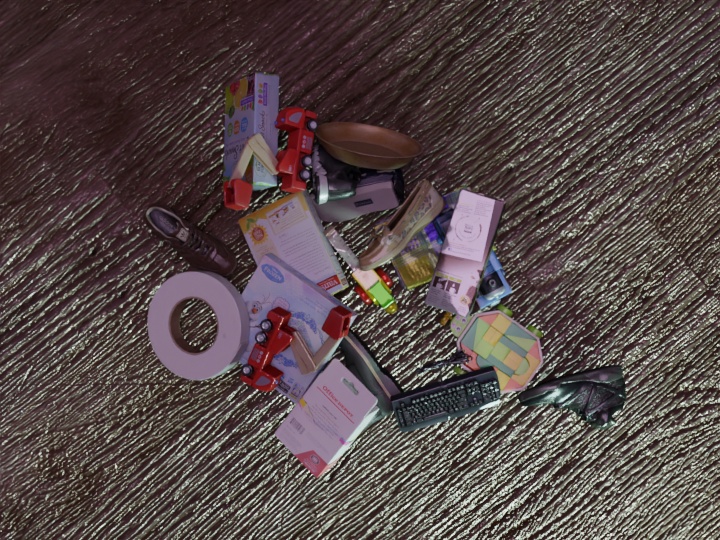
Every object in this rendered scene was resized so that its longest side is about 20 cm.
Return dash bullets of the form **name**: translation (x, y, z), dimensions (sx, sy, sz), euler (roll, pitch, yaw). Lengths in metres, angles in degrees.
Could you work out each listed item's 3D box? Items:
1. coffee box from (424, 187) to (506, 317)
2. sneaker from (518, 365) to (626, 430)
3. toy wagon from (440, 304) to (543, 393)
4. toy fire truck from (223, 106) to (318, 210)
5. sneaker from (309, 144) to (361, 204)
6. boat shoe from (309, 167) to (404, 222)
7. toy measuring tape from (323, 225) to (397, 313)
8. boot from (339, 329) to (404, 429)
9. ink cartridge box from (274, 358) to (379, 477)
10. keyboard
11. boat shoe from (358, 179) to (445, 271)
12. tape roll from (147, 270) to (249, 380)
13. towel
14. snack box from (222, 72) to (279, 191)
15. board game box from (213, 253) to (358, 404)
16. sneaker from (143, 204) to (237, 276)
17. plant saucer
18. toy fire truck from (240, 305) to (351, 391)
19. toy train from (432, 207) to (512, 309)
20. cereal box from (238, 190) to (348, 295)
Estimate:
- **coffee box**: translation (0.178, -0.032, 1.455), dimensions (0.080, 0.113, 0.201), euler (18, 97, 9)
- **sneaker**: translation (0.395, 0.246, 1.593), dimensions (0.199, 0.076, 0.115), euler (-10, 81, -5)
- **toy wagon**: translation (0.239, 0.140, 1.618), dimensions (0.200, 0.040, 0.155), euler (35, 88, 2)
- **toy fire truck**: translation (-0.155, -0.196, 1.503), dimensions (0.141, 0.049, 0.201), euler (12, 82, -31)
- **sneaker**: translation (-0.045, -0.174, 1.567), dimensions (0.090, 0.200, 0.067), euler (-1, 118, -7)
- **boat shoe**: translation (-0.009, -0.153, 1.627), dimensions (0.199, 0.075, 0.093), euler (-6, 46, 18)
- **toy measuring tape**: translation (0.000, 0.000, 1.608), dimensions (0.074, 0.074, 0.200), euler (-40, 95, -1)
- **boot**: translation (-0.024, 0.205, 1.606), dimensions (0.138, 0.077, 0.200), euler (-39, 87, 4)
- **ink cartridge box**: translation (-0.050, 0.258, 1.560), dimensions (0.116, 0.067, 0.200), euler (43, 112, 14)
- **keyboard**: translation (0.152, 0.215, 1.576), dimensions (0.199, 0.021, 0.127), euler (-17, 105, -2)
- **boat shoe**: translation (0.064, -0.079, 1.558), dimensions (0.200, 0.073, 0.063), euler (-44, 109, -13)
- **tape roll**: translation (-0.299, 0.101, 1.597), dimensions (0.202, 0.037, 0.204), euler (1, 93, 20)
- **towel**: translation (0.141, -0.061, 1.636), dimensions (0.199, 0.023, 0.144), euler (-23, 87, 0)
- **snack box**: translation (-0.202, -0.249, 1.588), dimensions (0.053, 0.142, 0.201), euler (2, 88, -30)
- **board game box**: translation (-0.139, 0.106, 1.586), dimensions (0.200, 0.043, 0.199), euler (35, 105, 10)
- **sneaker**: translation (-0.324, -0.053, 1.616), dimensions (0.200, 0.076, 0.071), euler (33, 88, 2)
- **plant saucer**: translation (0.012, -0.223, 1.572), dimensions (0.199, 0.200, 0.036), euler (12, 114, 1)
- **toy fire truck**: translation (-0.114, 0.136, 1.526), dimensions (0.141, 0.049, 0.201), euler (27, 103, 12)
- **toy train**: translation (0.201, -0.026, 1.566), dimensions (0.086, 0.114, 0.200), euler (-27, 87, 0)
- **cereal box**: translation (-0.125, -0.032, 1.609), dimensions (0.144, 0.040, 0.201), euler (-23, 90, 19)
